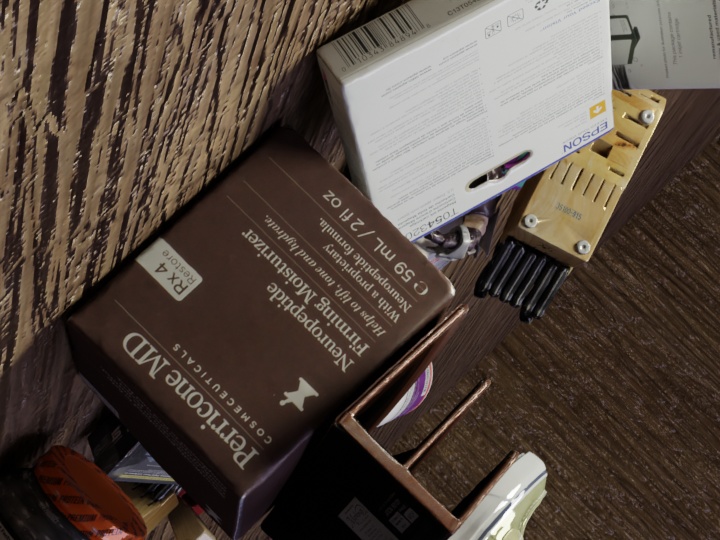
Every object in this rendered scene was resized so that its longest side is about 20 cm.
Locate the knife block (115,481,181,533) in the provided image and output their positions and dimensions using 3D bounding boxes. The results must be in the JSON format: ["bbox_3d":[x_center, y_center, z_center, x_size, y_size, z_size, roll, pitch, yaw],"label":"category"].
[{"bbox_3d":[-0.207,0.206,1.542,0.200,0.064,0.175,-53,168,32],"label":"knife block"}]

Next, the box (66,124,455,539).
[{"bbox_3d":[-0.067,0.045,1.164,0.200,0.166,0.164,-43,171,-17],"label":"box"}]

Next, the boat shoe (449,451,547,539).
[{"bbox_3d":[0.078,0.206,1.175,0.200,0.062,0.072,-46,174,-36],"label":"boat shoe"}]

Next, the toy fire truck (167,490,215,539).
[{"bbox_3d":[-0.159,0.223,1.588,0.199,0.049,0.141,-18,-138,30],"label":"toy fire truck"}]

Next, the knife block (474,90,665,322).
[{"bbox_3d":[0.165,-0.057,1.424,0.201,0.064,0.176,-63,-178,-4],"label":"knife block"}]

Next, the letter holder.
[{"bbox_3d":[0.035,0.129,1.154,0.142,0.101,0.200,-43,172,-31],"label":"letter holder"}]

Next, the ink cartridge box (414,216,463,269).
[{"bbox_3d":[0.000,0.000,1.461,0.200,0.086,0.147,-43,172,33],"label":"ink cartridge box"}]

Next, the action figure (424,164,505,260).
[{"bbox_3d":[0.076,-0.078,1.332,0.069,0.131,0.200,-5,170,12],"label":"action figure"}]

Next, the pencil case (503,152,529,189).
[{"bbox_3d":[0.139,-0.124,1.591,0.093,0.085,0.200,-62,169,2],"label":"pencil case"}]

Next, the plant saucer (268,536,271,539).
[{"bbox_3d":[-0.031,0.163,1.592,0.201,0.051,0.201,18,90,-86],"label":"plant saucer"}]

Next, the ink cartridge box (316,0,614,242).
[{"bbox_3d":[0.078,-0.121,1.158,0.196,0.043,0.200,-29,149,-9],"label":"ink cartridge box"}]

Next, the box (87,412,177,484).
[{"bbox_3d":[-0.096,0.116,1.399,0.200,0.049,0.161,10,133,-44],"label":"box"}]

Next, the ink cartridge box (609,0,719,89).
[{"bbox_3d":[0.214,-0.193,1.287,0.199,0.085,0.146,3,-156,37],"label":"ink cartridge box"}]

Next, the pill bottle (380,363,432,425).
[{"bbox_3d":[0.012,0.124,1.994,0.112,0.112,0.200,-47,170,11],"label":"pill bottle"}]

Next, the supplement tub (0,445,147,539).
[{"bbox_3d":[-0.258,0.232,1.256,0.200,0.123,0.123,-46,171,3],"label":"supplement tub"}]
